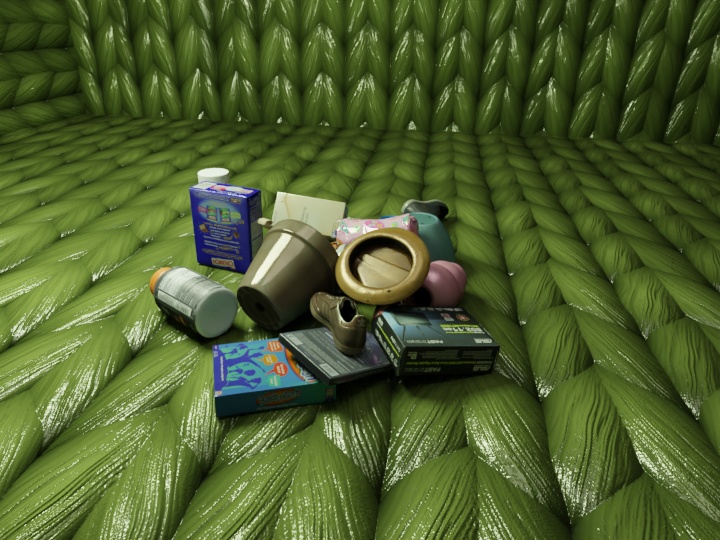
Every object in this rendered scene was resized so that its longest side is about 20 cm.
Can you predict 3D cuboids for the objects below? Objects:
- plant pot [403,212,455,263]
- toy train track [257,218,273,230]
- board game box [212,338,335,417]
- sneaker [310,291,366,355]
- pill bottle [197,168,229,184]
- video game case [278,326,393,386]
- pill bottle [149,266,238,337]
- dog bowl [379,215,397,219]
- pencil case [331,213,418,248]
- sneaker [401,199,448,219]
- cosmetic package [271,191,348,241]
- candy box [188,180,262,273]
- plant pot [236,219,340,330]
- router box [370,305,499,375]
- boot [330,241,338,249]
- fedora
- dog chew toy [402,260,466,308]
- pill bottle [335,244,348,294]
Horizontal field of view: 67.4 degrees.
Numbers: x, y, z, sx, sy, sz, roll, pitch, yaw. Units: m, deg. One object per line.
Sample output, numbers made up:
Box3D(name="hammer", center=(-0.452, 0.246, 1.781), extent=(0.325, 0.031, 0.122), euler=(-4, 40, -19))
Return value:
Box3D(name="plant pot", center=(0.146, -0.068, 1.361), extent=(0.197, 0.136, 0.201), euler=(1, 26, 0))
Box3D(name="toy train track", center=(-0.163, -0.083, 1.259), extent=(0.114, 0.033, 0.200), euler=(19, -8, 35))
Box3D(name="board game box", center=(-0.154, 0.177, 0.940), extent=(0.198, 0.046, 0.152), euler=(-5, 26, -15))
Box3D(name="sneaker", center=(-0.035, 0.076, 1.007), extent=(0.070, 0.076, 0.200), euler=(7, 22, -30))
Box3D(name="pill bottle", center=(-0.391, -0.170, 1.472), extent=(0.110, 0.202, 0.111), euler=(1, 25, -1))
Box3D(name="video game case", center=(-0.029, 0.144, 0.969), extent=(0.199, 0.019, 0.142), euler=(-1, 27, -48))
Box3D(name="pill bottle", center=(-0.353, 0.055, 1.115), extent=(0.199, 0.107, 0.106), euler=(21, 32, 36))
Box3D(name="dog bowl", center=(0.080, -0.104, 1.520), extent=(0.111, 0.050, 0.199), euler=(19, 26, 27))
Box3D(name="pencil case", center=(0.037, -0.087, 1.279), extent=(0.198, 0.088, 0.087), euler=(-1, 23, 24))
Box3D(name="sneaker", center=(0.219, -0.157, 1.642), extent=(0.199, 0.075, 0.106), euler=(-6, 45, -43))
Box3D(name="cosmetic package", center=(-0.141, -0.149, 1.518), extent=(0.197, 0.105, 0.073), euler=(9, -7, 7))
Box3D(name="candy box", center=(-0.330, -0.107, 1.344), extent=(0.167, 0.202, 0.077), euler=(12, 25, 18))
Box3D(name="plant pot", center=(-0.159, 0.023, 1.124), extent=(0.198, 0.202, 0.174), euler=(16, 44, 28))
Box3D(name="router box", center=(0.135, 0.127, 1.006), extent=(0.198, 0.063, 0.150), euler=(2, 25, -21))
Box3D(name="boot", center=(-0.057, -0.057, 1.408), extent=(0.153, 0.075, 0.200), euler=(-7, 24, -8))
Box3D(name="fedora", center=(0.049, 0.005, 1.083), extent=(0.198, 0.082, 0.202), euler=(-10, 50, 12))
Box3D(name="dog chew toy", center=(0.171, 0.036, 1.175), extent=(0.123, 0.126, 0.199), euler=(16, 21, 28))
Box3D(name="pill bottle", center=(0.000, 0.000, 1.237), extent=(0.197, 0.115, 0.114), euler=(5, 26, 7))
